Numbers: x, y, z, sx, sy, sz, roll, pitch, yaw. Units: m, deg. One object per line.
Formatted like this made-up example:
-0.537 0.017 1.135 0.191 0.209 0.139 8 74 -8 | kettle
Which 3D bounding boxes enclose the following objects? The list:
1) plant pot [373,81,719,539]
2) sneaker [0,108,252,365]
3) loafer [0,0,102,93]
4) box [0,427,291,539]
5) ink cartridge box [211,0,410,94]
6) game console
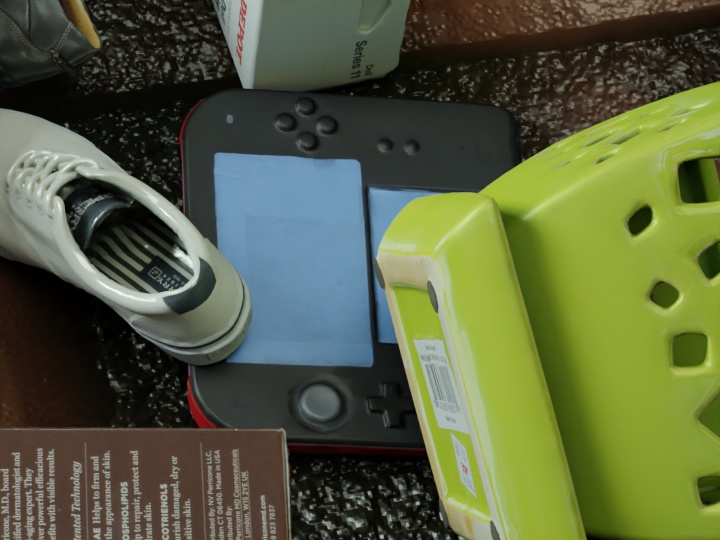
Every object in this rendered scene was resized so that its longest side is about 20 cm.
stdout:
0.117 0.032 1.353 0.181 0.200 0.200 -16 94 -9 | plant pot
-0.133 -0.032 1.436 0.200 0.071 0.073 30 70 25 | sneaker
-0.174 -0.191 1.493 0.072 0.073 0.201 -8 97 20 | loafer
-0.134 0.122 1.347 0.199 0.100 0.075 1 60 -7 | box
-0.043 -0.208 1.525 0.083 0.147 0.200 -14 62 -14 | ink cartridge box
0.000 0.000 1.478 0.176 0.031 0.201 1 60 -7 | game console
